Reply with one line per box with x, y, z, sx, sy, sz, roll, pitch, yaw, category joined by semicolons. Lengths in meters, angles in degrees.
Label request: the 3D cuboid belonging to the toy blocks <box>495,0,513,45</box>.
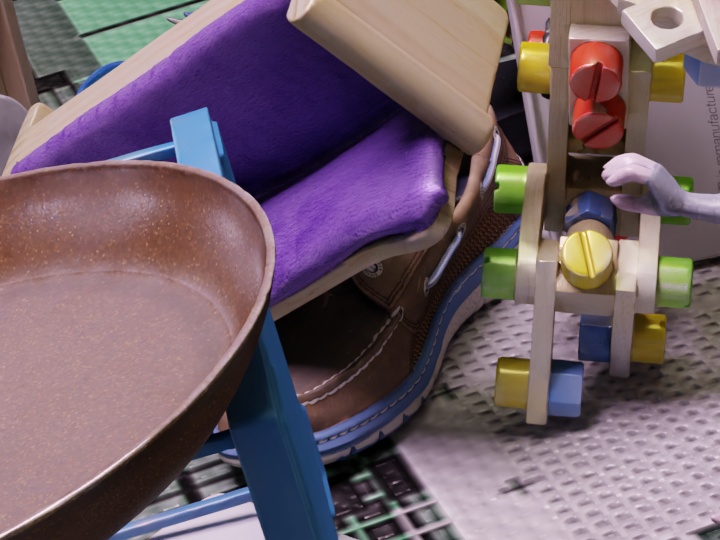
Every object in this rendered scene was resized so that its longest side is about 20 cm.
0.133;-0.122;1.171;0.136;0.100;0.200;23;22;18;toy blocks

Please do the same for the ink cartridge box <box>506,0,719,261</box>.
0.157;-0.093;1.037;0.199;0.146;0.084;-12;25;0;ink cartridge box

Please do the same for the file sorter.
-0.072;0.069;0.774;0.122;0.139;0.200;-17;26;-1;file sorter

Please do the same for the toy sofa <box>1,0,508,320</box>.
-0.047;-0.038;0.946;0.200;0.083;0.098;-29;34;43;toy sofa

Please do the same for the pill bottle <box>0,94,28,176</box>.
-0.226;-0.013;1.084;0.199;0.110;0.110;-7;26;20;pill bottle

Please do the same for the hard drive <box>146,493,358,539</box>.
-0.016;0.130;0.808;0.199;0.025;0.132;14;37;42;hard drive

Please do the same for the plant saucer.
-0.111;0.037;0.676;0.199;0.032;0.200;-16;27;8;plant saucer

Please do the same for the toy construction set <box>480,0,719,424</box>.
0.086;-0.053;0.919;0.092;0.200;0.132;14;48;-4;toy construction set

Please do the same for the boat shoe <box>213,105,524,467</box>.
0.000;0.000;1.006;0.072;0.073;0.200;3;30;28;boat shoe

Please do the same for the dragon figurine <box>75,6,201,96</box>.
-0.086;-0.058;1.177;0.099;0.059;0.200;7;32;35;dragon figurine

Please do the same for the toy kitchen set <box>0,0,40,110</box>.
-0.260;-0.146;1.297;0.199;0.181;0.163;-4;26;19;toy kitchen set

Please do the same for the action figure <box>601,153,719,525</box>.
0.158;0.024;0.799;0.148;0.134;0.201;-16;36;18;action figure

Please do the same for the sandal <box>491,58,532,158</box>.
0.016;-0.050;1.132;0.076;0.043;0.200;10;34;38;sandal
